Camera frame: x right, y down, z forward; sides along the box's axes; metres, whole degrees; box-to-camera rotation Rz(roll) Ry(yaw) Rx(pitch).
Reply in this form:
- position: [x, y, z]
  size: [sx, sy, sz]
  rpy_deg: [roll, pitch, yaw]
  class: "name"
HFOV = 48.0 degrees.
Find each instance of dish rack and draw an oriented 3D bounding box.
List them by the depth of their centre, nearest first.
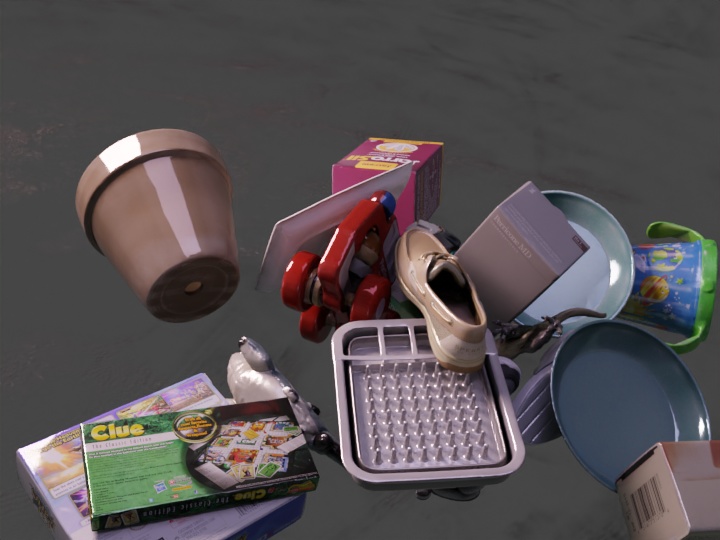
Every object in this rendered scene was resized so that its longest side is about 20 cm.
- position: [0.059, 0.130, 0.782]
  size: [0.167, 0.044, 0.202]
  rpy_deg: [-1, 39, -5]
  class: "dish rack"

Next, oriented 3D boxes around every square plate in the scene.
- position: [-0.033, -0.045, 1.015]
  size: [0.196, 0.200, 0.029]
  rpy_deg: [-27, 76, -24]
  class: "square plate"

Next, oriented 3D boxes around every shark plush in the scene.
- position: [-0.069, 0.137, 0.849]
  size: [0.197, 0.093, 0.083]
  rpy_deg: [22, 3, 28]
  class: "shark plush"

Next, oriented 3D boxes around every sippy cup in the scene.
- position: [0.409, 0.021, 1.105]
  size: [0.127, 0.143, 0.178]
  rpy_deg: [5, 20, 16]
  class: "sippy cup"

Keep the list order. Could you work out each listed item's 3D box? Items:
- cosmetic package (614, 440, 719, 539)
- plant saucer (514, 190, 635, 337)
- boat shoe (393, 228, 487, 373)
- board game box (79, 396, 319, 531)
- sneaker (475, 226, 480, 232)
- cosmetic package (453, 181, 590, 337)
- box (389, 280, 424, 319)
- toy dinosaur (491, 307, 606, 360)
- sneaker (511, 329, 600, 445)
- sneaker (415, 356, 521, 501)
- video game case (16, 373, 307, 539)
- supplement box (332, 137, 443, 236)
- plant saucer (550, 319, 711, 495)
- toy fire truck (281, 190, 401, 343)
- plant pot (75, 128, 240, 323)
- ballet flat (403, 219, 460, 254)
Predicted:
- position: [0.361, 0.220, 0.773]
  size: [0.195, 0.104, 0.089]
  rpy_deg: [3, 54, -13]
  class: "cosmetic package"
- position: [0.259, -0.005, 1.069]
  size: [0.195, 0.036, 0.205]
  rpy_deg: [-1, 71, 3]
  class: "plant saucer"
- position: [0.085, 0.013, 0.837]
  size: [0.070, 0.066, 0.202]
  rpy_deg: [-2, 40, -14]
  class: "boat shoe"
- position: [-0.144, 0.168, 0.725]
  size: [0.196, 0.024, 0.105]
  rpy_deg: [-3, 39, -23]
  class: "board game box"
- position: [0.244, -0.003, 1.129]
  size: [0.196, 0.089, 0.076]
  rpy_deg: [20, 33, 17]
  class: "sneaker"
- position: [0.162, 0.005, 0.954]
  size: [0.107, 0.201, 0.090]
  rpy_deg: [47, 50, 11]
  class: "cosmetic package"
- position: [0.073, 0.013, 1.112]
  size: [0.142, 0.037, 0.200]
  rpy_deg: [-13, 37, -32]
  class: "box"
- position: [0.190, 0.075, 0.921]
  size: [0.197, 0.088, 0.048]
  rpy_deg: [-25, 70, 3]
  class: "toy dinosaur"
- position: [0.228, 0.134, 0.936]
  size: [0.199, 0.071, 0.074]
  rpy_deg: [-34, 94, -31]
  class: "sneaker"
- position: [0.111, 0.167, 0.834]
  size: [0.197, 0.077, 0.114]
  rpy_deg: [-21, 43, -26]
  class: "sneaker"
- position: [-0.179, 0.196, 0.734]
  size: [0.198, 0.046, 0.181]
  rpy_deg: [-20, 46, -38]
  class: "video game case"
- position: [0.045, -0.129, 1.225]
  size: [0.128, 0.106, 0.200]
  rpy_deg: [7, 22, 15]
  class: "supplement box"
- position: [0.286, 0.153, 0.877]
  size: [0.195, 0.036, 0.204]
  rpy_deg: [9, 60, -15]
  class: "plant saucer"
- position: [0.000, 0.000, 0.941]
  size: [0.110, 0.201, 0.170]
  rpy_deg: [16, 65, 19]
  class: "toy fire truck"
- position: [-0.230, -0.039, 0.995]
  size: [0.196, 0.202, 0.175]
  rpy_deg: [-11, 53, -30]
  class: "plant pot"
- position: [0.084, -0.030, 1.033]
  size: [0.072, 0.075, 0.200]
  rpy_deg: [17, 10, 12]
  class: "ballet flat"
